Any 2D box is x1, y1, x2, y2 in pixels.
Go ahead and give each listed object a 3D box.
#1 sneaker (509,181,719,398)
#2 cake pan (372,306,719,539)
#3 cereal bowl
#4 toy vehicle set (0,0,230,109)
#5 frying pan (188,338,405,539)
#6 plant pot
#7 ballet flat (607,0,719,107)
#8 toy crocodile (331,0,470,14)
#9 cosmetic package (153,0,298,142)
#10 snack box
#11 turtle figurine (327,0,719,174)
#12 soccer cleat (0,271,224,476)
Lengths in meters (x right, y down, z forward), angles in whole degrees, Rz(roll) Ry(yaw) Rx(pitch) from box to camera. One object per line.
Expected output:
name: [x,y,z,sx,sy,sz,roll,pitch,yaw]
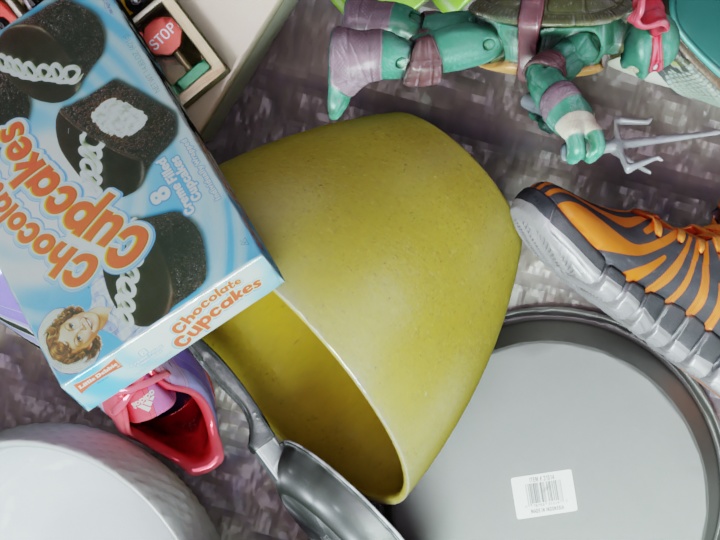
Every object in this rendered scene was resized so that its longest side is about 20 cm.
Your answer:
sneaker: [0.170,-0.016,1.466,0.200,0.078,0.112,35,91,-34]
cake pan: [0.103,0.121,1.525,0.199,0.037,0.202,1,96,7]
cereal bowl: [-0.151,0.172,1.524,0.199,0.083,0.201,7,109,22]
toy vehicle set: [-0.181,-0.090,1.459,0.200,0.027,0.124,-39,89,4]
frying pan: [-0.029,0.109,1.479,0.031,0.115,0.190,-45,109,-13]
plant pot: [0.000,0.000,1.463,0.200,0.200,0.142,46,72,0]
ballet flat: [0.142,-0.142,1.465,0.071,0.069,0.200,-25,127,38]
toy crocodile: [0.066,-0.198,1.489,0.068,0.062,0.200,45,104,0]
cosmetic package: [-0.074,-0.177,1.497,0.103,0.073,0.201,32,100,3]
snack box: [-0.132,-0.042,1.379,0.116,0.037,0.200,-33,59,3]
turtle figurine: [0.086,-0.103,1.415,0.199,0.150,0.101,5,94,7]
soccer cleat: [-0.133,0.039,1.472,0.067,0.200,0.077,-38,50,3]
